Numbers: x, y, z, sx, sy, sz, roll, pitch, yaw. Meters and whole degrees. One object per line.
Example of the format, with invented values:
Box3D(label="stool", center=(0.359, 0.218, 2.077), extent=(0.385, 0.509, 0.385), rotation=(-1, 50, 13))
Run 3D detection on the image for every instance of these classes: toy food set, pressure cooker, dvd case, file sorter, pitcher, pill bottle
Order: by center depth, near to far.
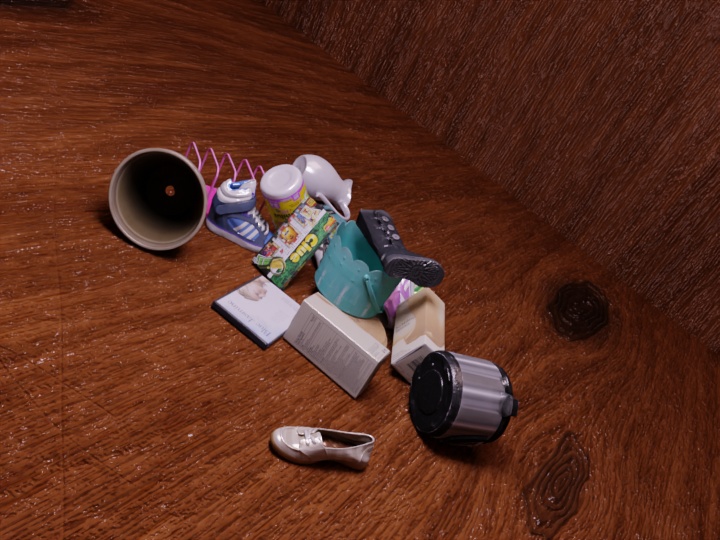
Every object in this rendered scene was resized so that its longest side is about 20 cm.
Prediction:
Box3D(label="pressure cooker", center=(0.220, 0.264, 1.430), extent=(0.196, 0.181, 0.178), rotation=(14, 33, -28))
Box3D(label="dvd case", center=(-0.205, 0.081, 1.451), extent=(0.142, 0.018, 0.200), rotation=(38, 25, 8))
Box3D(label="toy food set", center=(-0.022, 0.127, 1.553), extent=(0.199, 0.049, 0.196), rotation=(43, 26, 21))
Box3D(label="pill bottle", center=(-0.168, -0.146, 1.670), extent=(0.101, 0.202, 0.106), rotation=(-7, 48, 8))
Box3D(label="file sorter", center=(-0.336, -0.209, 1.695), extent=(0.196, 0.127, 0.140), rotation=(15, 29, -33))
Box3D(label="pitcher", center=(-0.109, -0.242, 2.059), extent=(0.198, 0.121, 0.175), rotation=(27, 38, -39))

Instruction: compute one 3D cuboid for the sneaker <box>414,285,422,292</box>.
Box3D(label="sneaker", center=(0.137, 0.008, 1.927), extent=(0.082, 0.075, 0.201), rotation=(29, 25, -15))

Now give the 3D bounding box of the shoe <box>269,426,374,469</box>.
Box3D(label="shoe", center=(-0.062, 0.294, 1.192), extent=(0.196, 0.054, 0.070), rotation=(18, 28, -30))

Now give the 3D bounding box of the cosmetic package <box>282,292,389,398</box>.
Box3D(label="cosmetic package", center=(-0.049, 0.150, 1.412), extent=(0.199, 0.106, 0.071), rotation=(39, 24, 11))

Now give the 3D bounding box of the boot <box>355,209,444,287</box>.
Box3D(label="boot", center=(0.087, -0.054, 1.561), extent=(0.162, 0.066, 0.201), rotation=(18, 25, -33))

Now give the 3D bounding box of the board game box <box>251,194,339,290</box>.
Box3D(label="board game box", center=(-0.148, -0.065, 1.585), extent=(0.104, 0.201, 0.023), rotation=(39, -3, 17))

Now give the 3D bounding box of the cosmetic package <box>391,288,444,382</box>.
Box3D(label="cosmetic package", center=(0.132, 0.142, 1.575), extent=(0.071, 0.104, 0.202), rotation=(43, 28, -22))

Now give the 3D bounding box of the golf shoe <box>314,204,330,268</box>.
Box3D(label="golf shoe", center=(-0.120, -0.070, 1.782), extent=(0.078, 0.092, 0.204), rotation=(65, 14, -55))

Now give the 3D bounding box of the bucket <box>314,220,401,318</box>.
Box3D(label="bucket", center=(0.000, 0.000, 1.587), extent=(0.204, 0.136, 0.209), rotation=(26, 26, -14))

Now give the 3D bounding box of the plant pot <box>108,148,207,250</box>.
Box3D(label="plant pot", center=(-0.413, -0.158, 1.469), extent=(0.197, 0.203, 0.174), rotation=(27, 8, -11))

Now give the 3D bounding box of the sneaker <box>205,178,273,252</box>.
Box3D(label="sneaker", center=(-0.254, -0.135, 1.631), extent=(0.196, 0.148, 0.081), rotation=(22, 26, -21))

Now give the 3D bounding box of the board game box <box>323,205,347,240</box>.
Box3D(label="board game box", center=(-0.074, -0.098, 1.901), extent=(0.200, 0.047, 0.150), rotation=(43, 26, 20))

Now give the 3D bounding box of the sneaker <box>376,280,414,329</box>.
Box3D(label="sneaker", center=(0.074, 0.045, 1.714), extent=(0.112, 0.072, 0.206), rotation=(4, 66, -35))
